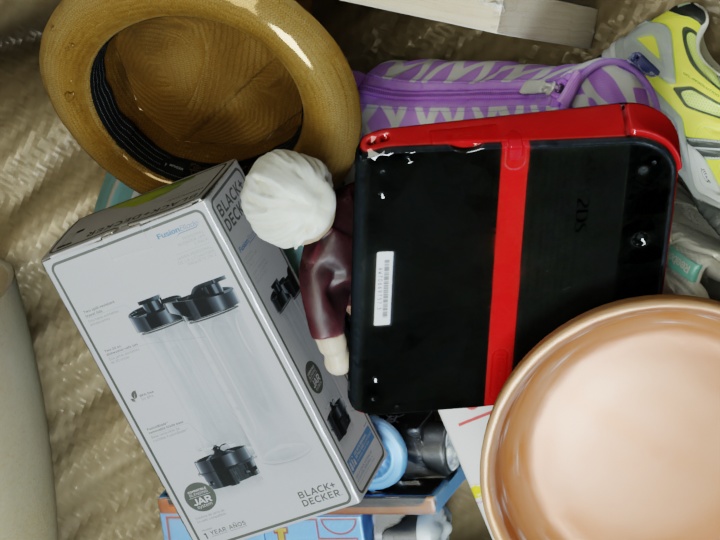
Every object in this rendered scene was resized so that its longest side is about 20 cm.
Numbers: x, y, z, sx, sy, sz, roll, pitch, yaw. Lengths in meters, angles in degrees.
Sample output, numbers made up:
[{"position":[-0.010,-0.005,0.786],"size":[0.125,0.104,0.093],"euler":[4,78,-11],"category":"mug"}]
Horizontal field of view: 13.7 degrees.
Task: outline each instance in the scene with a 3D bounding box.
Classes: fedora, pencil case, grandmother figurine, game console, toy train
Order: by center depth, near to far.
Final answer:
[{"position":[0.081,-0.004,1.621],"size":[0.176,0.031,0.201],"euler":[-4,132,-6],"category":"game console"},{"position":[0.000,0.000,1.683],"size":[0.060,0.200,0.122],"euler":[-7,55,35],"category":"grandmother figurine"},{"position":[0.077,-0.080,1.687],"size":[0.199,0.085,0.084],"euler":[1,68,50],"category":"pencil case"},{"position":[-0.082,-0.117,1.698],"size":[0.199,0.082,0.201],"euler":[13,138,13],"category":"fedora"},{"position":[-0.030,0.131,1.812],"size":[0.199,0.087,0.115],"euler":[-2,108,19],"category":"toy train"}]

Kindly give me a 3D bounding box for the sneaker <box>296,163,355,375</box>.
[{"position":[-0.017,-0.026,1.774],"size":[0.074,0.088,0.201],"euler":[-26,89,24],"category":"sneaker"}]

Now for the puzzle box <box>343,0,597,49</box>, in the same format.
[{"position":[0.045,-0.151,1.665],"size":[0.132,0.200,0.026],"euler":[14,96,17],"category":"puzzle box"}]

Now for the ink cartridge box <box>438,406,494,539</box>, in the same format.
[{"position":[0.120,0.100,1.755],"size":[0.117,0.067,0.201],"euler":[-23,91,23],"category":"ink cartridge box"}]

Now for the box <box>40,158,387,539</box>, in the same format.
[{"position":[-0.081,0.050,1.708],"size":[0.116,0.060,0.201],"euler":[-20,107,26],"category":"box"}]

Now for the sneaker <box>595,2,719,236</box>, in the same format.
[{"position":[0.218,-0.063,1.685],"size":[0.076,0.075,0.200],"euler":[-43,89,14],"category":"sneaker"}]

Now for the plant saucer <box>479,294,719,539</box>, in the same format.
[{"position":[0.164,0.104,1.650],"size":[0.199,0.037,0.202],"euler":[0,111,0],"category":"plant saucer"}]

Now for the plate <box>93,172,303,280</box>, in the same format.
[{"position":[-0.101,-0.021,1.789],"size":[0.199,0.025,0.202],"euler":[-10,75,41],"category":"plate"}]

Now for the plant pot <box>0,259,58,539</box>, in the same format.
[{"position":[-0.266,0.123,1.860],"size":[0.186,0.187,0.201],"euler":[-12,110,22],"category":"plant pot"}]

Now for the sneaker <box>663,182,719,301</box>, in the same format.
[{"position":[0.177,-0.006,1.688],"size":[0.199,0.088,0.075],"euler":[35,93,10],"category":"sneaker"}]
